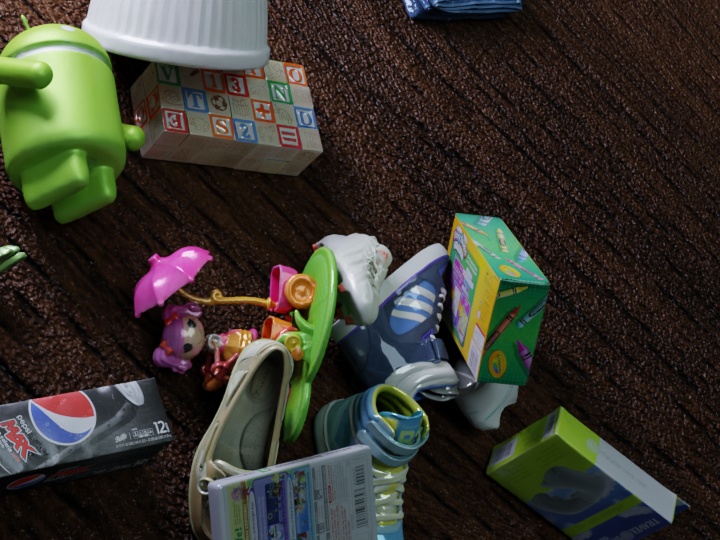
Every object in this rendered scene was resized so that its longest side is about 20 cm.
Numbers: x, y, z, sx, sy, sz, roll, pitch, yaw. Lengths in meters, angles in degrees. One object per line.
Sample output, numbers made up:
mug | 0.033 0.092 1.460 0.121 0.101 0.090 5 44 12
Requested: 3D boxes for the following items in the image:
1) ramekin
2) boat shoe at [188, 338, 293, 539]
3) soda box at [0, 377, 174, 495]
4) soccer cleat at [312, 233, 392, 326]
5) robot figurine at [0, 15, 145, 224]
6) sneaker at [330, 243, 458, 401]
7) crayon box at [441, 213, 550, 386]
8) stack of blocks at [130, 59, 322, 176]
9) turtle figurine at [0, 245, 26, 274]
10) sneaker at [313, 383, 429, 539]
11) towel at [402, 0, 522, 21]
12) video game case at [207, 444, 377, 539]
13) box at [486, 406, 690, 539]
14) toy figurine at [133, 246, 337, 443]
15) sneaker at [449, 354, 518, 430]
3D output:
ramekin | -0.187 -0.276 1.380 0.201 0.095 0.202 9 18 -3
boat shoe | -0.108 0.162 1.225 0.073 0.063 0.202 21 86 -9
soda box | -0.268 0.149 1.158 0.199 0.071 0.064 -8 69 -40
soccer cleat | 0.000 0.000 1.388 0.077 0.200 0.070 -15 110 -6
robot figurine | -0.292 -0.151 1.285 0.175 0.115 0.201 31 41 -57
sneaker | 0.067 0.073 1.455 0.147 0.081 0.200 51 48 2
crayon box | 0.141 0.027 1.448 0.058 0.119 0.200 6 21 -12
stack of blocks | -0.148 -0.177 1.454 0.199 0.059 0.116 4 62 -36
turtle figurine | -0.354 -0.097 1.188 0.200 0.144 0.194 -35 92 -41
sneaker | 0.023 0.206 1.310 0.079 0.130 0.201 0 65 -39
towel | 0.132 -0.398 1.813 0.199 0.049 0.112 -12 72 -41
video game case | -0.056 0.276 1.227 0.181 0.022 0.201 -8 96 -41
box | 0.253 0.244 1.473 0.200 0.122 0.048 38 44 -14
toy figurine | -0.136 0.056 1.305 0.183 0.150 0.201 12 81 -16
sneaker | 0.155 0.108 1.527 0.200 0.070 0.081 -50 123 -48
